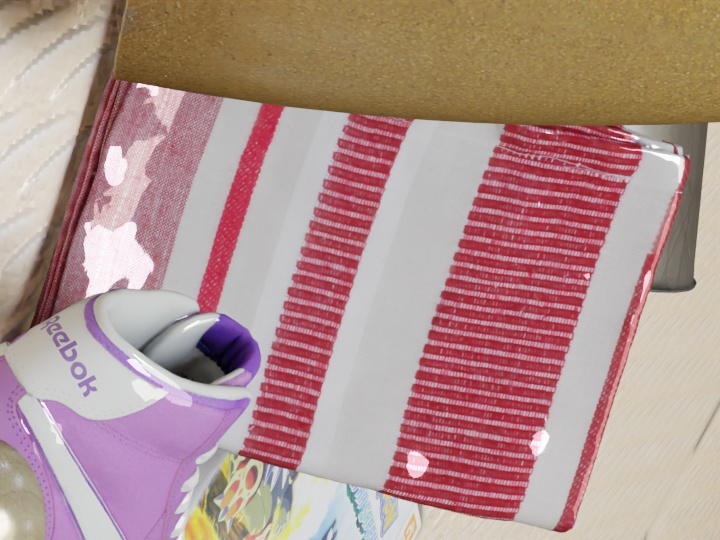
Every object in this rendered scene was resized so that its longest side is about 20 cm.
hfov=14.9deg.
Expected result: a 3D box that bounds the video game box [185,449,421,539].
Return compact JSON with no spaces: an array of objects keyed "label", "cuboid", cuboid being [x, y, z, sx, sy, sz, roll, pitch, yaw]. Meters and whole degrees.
[{"label":"video game box","cuboid":[-0.043,0.108,1.096,0.200,0.047,0.182,78,34,-49]}]

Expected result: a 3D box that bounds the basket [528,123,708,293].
[{"label":"basket","cuboid":[0.061,-0.113,0.998,0.136,0.180,0.201,0,105,-52]}]

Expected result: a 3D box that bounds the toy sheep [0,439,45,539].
[{"label":"toy sheep","cuboid":[-0.148,0.127,0.704,0.200,0.138,0.138,-52,160,-5]}]

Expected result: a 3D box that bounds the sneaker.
[{"label":"sneaker","cuboid":[-0.069,0.070,0.874,0.114,0.073,0.201,-35,155,-1]}]

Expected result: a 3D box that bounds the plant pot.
[{"label":"plant pot","cuboid":[0.049,-0.119,0.804,0.186,0.199,0.187,-164,-90,-87]}]

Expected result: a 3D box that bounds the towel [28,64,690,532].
[{"label":"towel","cuboid":[0.000,0.000,0.913,0.023,0.200,0.144,-132,-121,-74]}]
